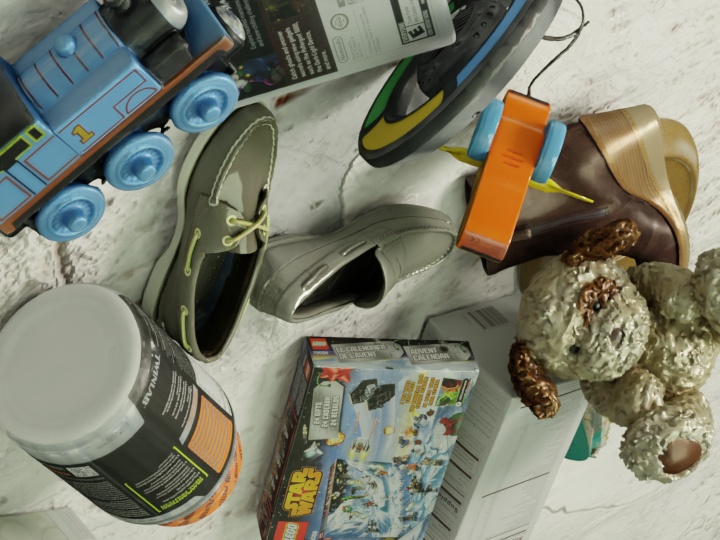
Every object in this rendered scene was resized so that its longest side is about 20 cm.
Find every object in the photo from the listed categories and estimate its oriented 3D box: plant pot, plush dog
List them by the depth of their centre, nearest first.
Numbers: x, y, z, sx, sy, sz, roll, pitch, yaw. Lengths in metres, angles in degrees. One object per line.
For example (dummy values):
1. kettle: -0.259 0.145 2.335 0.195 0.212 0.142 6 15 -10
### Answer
1. plush dog: 0.204 0.045 1.877 0.172 0.160 0.200 22 97 -23
2. plant pot: 0.217 -0.039 2.012 0.200 0.027 0.200 -29 144 -25

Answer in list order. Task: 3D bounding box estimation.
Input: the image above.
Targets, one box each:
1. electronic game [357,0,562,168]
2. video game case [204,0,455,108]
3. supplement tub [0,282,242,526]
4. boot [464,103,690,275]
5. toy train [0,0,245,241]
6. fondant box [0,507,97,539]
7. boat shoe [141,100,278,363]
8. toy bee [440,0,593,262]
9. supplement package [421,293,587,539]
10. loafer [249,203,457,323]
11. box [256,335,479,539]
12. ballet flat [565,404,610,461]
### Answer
1. electronic game: 0.068 -0.149 1.596 0.042 0.200 0.200 39 95 -14
2. video game case: -0.044 -0.184 1.480 0.182 0.023 0.200 -17 146 2
3. supplement tub: -0.162 0.100 1.634 0.123 0.123 0.200 -44 148 -4
4. boot: 0.172 -0.035 1.906 0.166 0.072 0.200 -25 132 -7
5. toy train: -0.162 -0.100 1.429 0.200 0.087 0.114 -39 145 6
6. fondant box: -0.249 0.243 1.670 0.200 0.144 0.058 -4 130 -47
7. boat shoe: -0.092 -0.027 1.631 0.072 0.060 0.202 -13 135 -42
8. toy bee: 0.120 -0.089 1.768 0.200 0.131 0.109 -49 174 -16
9. supplement package: 0.099 0.138 1.991 0.114 0.110 0.200 -14 135 -41
10. loafer: 0.000 0.000 1.759 0.200 0.070 0.070 -17 138 -38
11. box: 0.003 0.139 1.898 0.137 0.040 0.200 2 129 -18
12. ballet flat: 0.194 0.093 2.110 0.200 0.076 0.064 90 21 -53
